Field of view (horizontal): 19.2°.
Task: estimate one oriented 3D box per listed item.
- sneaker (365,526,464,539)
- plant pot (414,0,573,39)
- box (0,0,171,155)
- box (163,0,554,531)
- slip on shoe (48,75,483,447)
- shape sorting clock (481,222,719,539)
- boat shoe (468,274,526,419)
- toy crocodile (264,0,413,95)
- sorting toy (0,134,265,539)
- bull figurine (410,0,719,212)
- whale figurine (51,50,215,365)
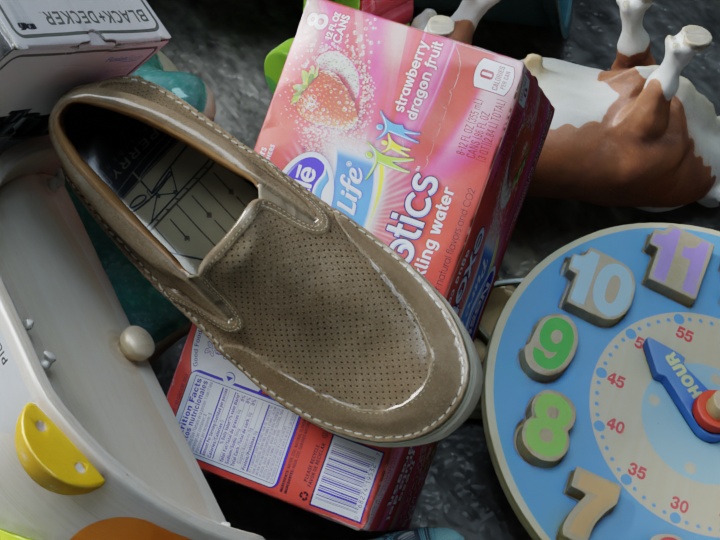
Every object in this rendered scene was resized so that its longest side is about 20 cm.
[{"bbox_3d":[0.050,0.174,0.820,0.086,0.078,0.200,-19,53,-21],"label":"sneaker"},{"bbox_3d":[0.010,-0.219,1.080,0.195,0.201,0.201,2,50,10],"label":"plant pot"},{"bbox_3d":[-0.185,-0.056,0.857,0.060,0.200,0.117,56,26,8],"label":"box"},{"bbox_3d":[0.000,0.000,0.891,0.099,0.095,0.201,18,87,14],"label":"box"},{"bbox_3d":[-0.040,-0.005,0.818,0.200,0.061,0.076,43,94,12],"label":"slip on shoe"},{"bbox_3d":[0.148,0.065,0.912,0.199,0.039,0.201,9,54,-13],"label":"shape sorting clock"},{"bbox_3d":[0.007,0.006,0.965,0.199,0.063,0.073,21,52,14],"label":"boat shoe"},{"bbox_3d":[-0.001,-0.125,0.985,0.062,0.201,0.067,35,53,29],"label":"toy crocodile"},{"bbox_3d":[-0.163,0.074,0.845,0.107,0.180,0.201,6,50,-54],"label":"sorting toy"},{"bbox_3d":[0.103,-0.075,0.991,0.199,0.122,0.065,-1,43,-5],"label":"bull figurine"},{"bbox_3d":[-0.132,-0.034,0.937,0.159,0.104,0.201,-42,43,18],"label":"whale figurine"}]
